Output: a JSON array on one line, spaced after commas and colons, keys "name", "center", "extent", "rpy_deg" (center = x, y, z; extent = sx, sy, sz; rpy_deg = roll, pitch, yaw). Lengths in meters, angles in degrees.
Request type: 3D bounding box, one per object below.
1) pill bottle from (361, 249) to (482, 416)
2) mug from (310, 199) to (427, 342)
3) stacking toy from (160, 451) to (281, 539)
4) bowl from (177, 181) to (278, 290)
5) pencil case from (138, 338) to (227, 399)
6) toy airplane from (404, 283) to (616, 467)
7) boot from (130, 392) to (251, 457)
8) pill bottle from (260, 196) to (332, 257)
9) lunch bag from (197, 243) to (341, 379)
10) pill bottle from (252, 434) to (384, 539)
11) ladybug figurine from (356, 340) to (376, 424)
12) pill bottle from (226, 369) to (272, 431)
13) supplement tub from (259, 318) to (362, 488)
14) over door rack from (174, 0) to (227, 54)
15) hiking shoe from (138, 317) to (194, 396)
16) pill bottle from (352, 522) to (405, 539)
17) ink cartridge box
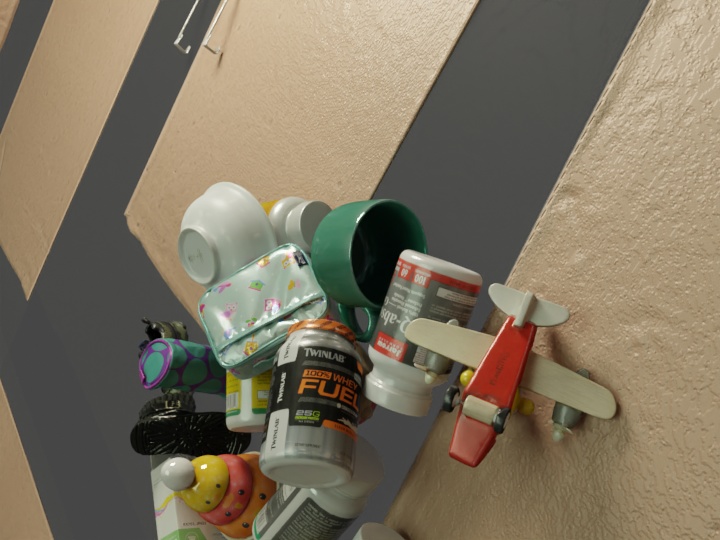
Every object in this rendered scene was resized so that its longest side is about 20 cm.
[{"name": "pill bottle", "center": [0.078, 0.083, 1.023], "extent": [0.116, 0.116, 0.201], "rpy_deg": [23, 96, 47]}, {"name": "mug", "center": [-0.003, -0.010, 1.095], "extent": [0.114, 0.152, 0.185], "rpy_deg": [2, 52, 48]}, {"name": "stacking toy", "center": [-0.234, 0.339, 1.207], "extent": [0.146, 0.200, 0.147], "rpy_deg": [-19, 56, 31]}, {"name": "bowl", "center": [-0.230, -0.036, 1.243], "extent": [0.201, 0.090, 0.202], "rpy_deg": [19, 119, 37]}, {"name": "pencil case", "center": [-0.283, 0.170, 1.314], "extent": [0.092, 0.200, 0.085], "rpy_deg": [-35, 59, 23]}, {"name": "toy airplane", "center": [0.170, 0.119, 0.912], "extent": [0.199, 0.141, 0.200], "rpy_deg": [-20, 55, -3]}, {"name": "boot", "center": [-0.297, 0.271, 1.369], "extent": [0.158, 0.210, 0.080], "rpy_deg": [-147, 62, -83]}, {"name": "pill bottle", "center": [-0.133, -0.062, 1.284], "extent": [0.200, 0.113, 0.113], "rpy_deg": [-6, 75, 45]}, {"name": "lunch bag", "center": [-0.134, 0.062, 1.152], "extent": [0.200, 0.077, 0.161], "rpy_deg": [-30, 54, 2]}, {"name": "pill bottle", "center": [-0.059, 0.329, 1.101], "extent": [0.200, 0.113, 0.113], "rpy_deg": [-52, 48, 23]}, {"name": "ladybug figurine", "center": [-0.038, 0.163, 1.144], "extent": [0.136, 0.072, 0.200], "rpy_deg": [-51, 44, 3]}, {"name": "pill bottle", "center": [-0.159, 0.153, 1.242], "extent": [0.113, 0.113, 0.201], "rpy_deg": [-20, 66, 42]}, {"name": "supplement tub", "center": [-0.061, 0.173, 1.014], "extent": [0.122, 0.122, 0.200], "rpy_deg": [-26, 47, 39]}, {"name": "over door rack", "center": [-0.339, -0.572, 1.660], "extent": [0.148, 0.067, 0.201], "rpy_deg": [20, 94, 48]}, {"name": "hiking shoe", "center": [-0.383, 0.188, 1.485], "extent": [0.076, 0.101, 0.200], "rpy_deg": [-35, 56, 35]}, {"name": "pill bottle", "center": [-0.012, 0.438, 1.024], "extent": [0.111, 0.111, 0.200], "rpy_deg": [43, 110, 43]}, {"name": "ink cartridge box", "center": [-0.287, 0.388, 1.319], "extent": [0.067, 0.117, 0.200], "rpy_deg": [-38, 55, 35]}]
